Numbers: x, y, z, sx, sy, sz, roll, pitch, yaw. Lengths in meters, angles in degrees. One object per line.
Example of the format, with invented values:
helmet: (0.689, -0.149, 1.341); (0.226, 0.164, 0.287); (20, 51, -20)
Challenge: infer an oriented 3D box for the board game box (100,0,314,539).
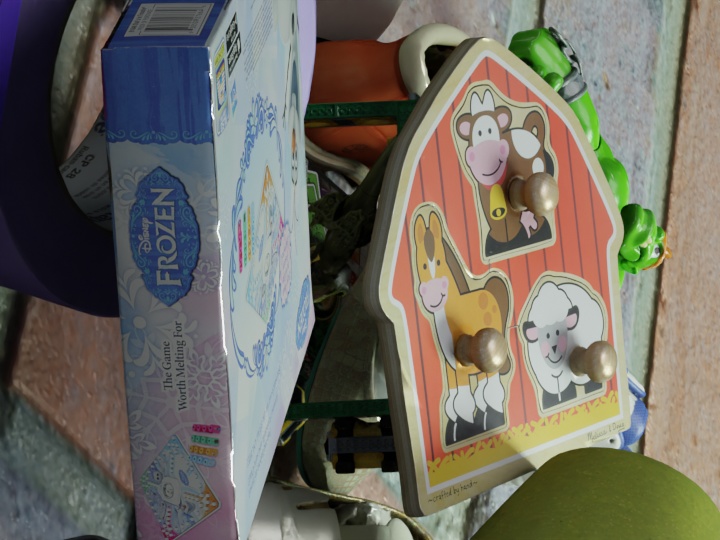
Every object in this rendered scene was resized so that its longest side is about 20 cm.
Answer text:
board game box: (-0.054, -0.027, 1.083); (0.200, 0.043, 0.200); (-74, 162, -65)

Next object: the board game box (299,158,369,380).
board game box: (0.007, 0.028, 1.482); (0.200, 0.023, 0.105); (40, 48, -48)

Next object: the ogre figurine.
ogre figurine: (0.110, -0.030, 1.611); (0.120, 0.098, 0.200); (44, 25, -40)

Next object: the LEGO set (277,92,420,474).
LEGO set: (0.000, 0.000, 1.354); (0.116, 0.153, 0.201); (24, 55, -78)

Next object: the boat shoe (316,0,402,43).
boat shoe: (0.016, -0.200, 1.437); (0.074, 0.200, 0.093); (13, 56, -27)

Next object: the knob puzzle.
knob puzzle: (0.071, -0.006, 1.294); (0.219, 0.030, 0.221); (2, 87, -52)

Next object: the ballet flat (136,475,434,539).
ballet flat: (-0.025, 0.128, 1.335); (0.200, 0.070, 0.071); (21, 61, -57)

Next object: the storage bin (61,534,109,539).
storage bin: (-0.117, 0.213, 1.059); (0.094, 0.135, 0.201); (34, 50, -52)

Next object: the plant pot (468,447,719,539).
plant pot: (0.090, 0.182, 1.252); (0.187, 0.187, 0.200); (55, 44, -35)

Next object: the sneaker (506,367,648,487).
sneaker: (0.110, 0.050, 1.477); (0.200, 0.088, 0.075); (81, 32, -55)

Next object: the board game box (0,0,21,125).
board game box: (-0.190, -0.100, 1.058); (0.045, 0.134, 0.201); (42, 44, -47)

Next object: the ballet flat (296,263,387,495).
ballet flat: (0.025, 0.023, 1.417); (0.067, 0.062, 0.201); (49, 52, -44)

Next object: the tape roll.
tape roll: (-0.111, -0.087, 1.170); (0.200, 0.085, 0.201); (-25, 122, -48)

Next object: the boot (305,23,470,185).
boot: (0.036, -0.084, 1.493); (0.200, 0.107, 0.075); (7, 70, -62)
